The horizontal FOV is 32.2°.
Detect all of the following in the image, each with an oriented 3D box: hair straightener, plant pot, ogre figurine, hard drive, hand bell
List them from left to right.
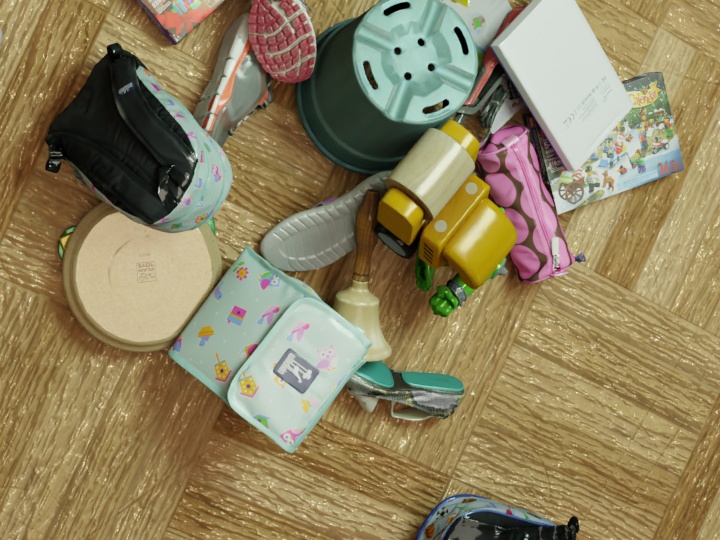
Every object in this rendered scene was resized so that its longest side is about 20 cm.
[{"bbox_3d":[0.000,0.000,1.533,0.103,0.104,0.202,3,105,-17],"label":"hand bell"},{"bbox_3d":[0.038,-0.227,1.466,0.198,0.196,0.203,1,84,-13],"label":"plant pot"},{"bbox_3d":[0.116,-0.048,1.578,0.119,0.099,0.201,-11,56,-21],"label":"ogre figurine"},{"bbox_3d":[0.177,-0.230,1.556,0.077,0.041,0.201,39,71,-31],"label":"hair straightener"},{"bbox_3d":[0.257,-0.245,1.572,0.132,0.025,0.201,-47,117,-19],"label":"hard drive"}]

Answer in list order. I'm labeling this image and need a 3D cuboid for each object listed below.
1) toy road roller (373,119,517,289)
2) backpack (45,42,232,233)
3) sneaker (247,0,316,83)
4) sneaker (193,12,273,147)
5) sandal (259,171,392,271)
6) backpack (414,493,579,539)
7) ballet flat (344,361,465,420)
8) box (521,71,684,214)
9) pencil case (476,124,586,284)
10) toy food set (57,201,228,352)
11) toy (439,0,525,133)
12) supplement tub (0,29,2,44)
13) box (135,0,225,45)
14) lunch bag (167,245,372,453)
[{"bbox_3d":[0.107,-0.065,1.434,0.146,0.200,0.123,38,78,11],"label":"toy road roller"},{"bbox_3d":[-0.241,-0.135,1.411,0.200,0.126,0.167,42,105,22],"label":"backpack"},{"bbox_3d":[-0.094,-0.319,1.456,0.080,0.075,0.202,-9,108,19],"label":"sneaker"},{"bbox_3d":[-0.144,-0.203,1.496,0.081,0.077,0.202,22,91,-25],"label":"sneaker"},{"bbox_3d":[-0.031,-0.061,1.559,0.201,0.050,0.083,-25,120,5],"label":"sandal"},{"bbox_3d":[0.160,0.381,1.624,0.189,0.154,0.202,25,83,-27],"label":"backpack"},{"bbox_3d":[0.037,0.156,1.603,0.198,0.072,0.073,15,92,-18],"label":"ballet flat"},{"bbox_3d":[0.325,-0.171,1.664,0.198,0.038,0.138,-20,102,-14],"label":"box"},{"bbox_3d":[0.214,-0.086,1.610,0.090,0.094,0.202,-24,102,1],"label":"pencil case"},{"bbox_3d":[-0.259,-0.002,1.497,0.198,0.049,0.200,-23,103,-13],"label":"toy food set"},{"bbox_3d":[0.151,-0.290,1.585,0.115,0.047,0.201,-41,117,-19],"label":"toy"},{"bbox_3d":[-0.486,-0.196,1.351,0.143,0.145,0.202,20,91,-18],"label":"supplement tub"},{"bbox_3d":[-0.192,-0.385,1.474,0.200,0.039,0.137,-44,107,-8],"label":"box"},{"bbox_3d":[-0.100,0.096,1.474,0.171,0.199,0.122,-52,149,-3],"label":"lunch bag"}]
